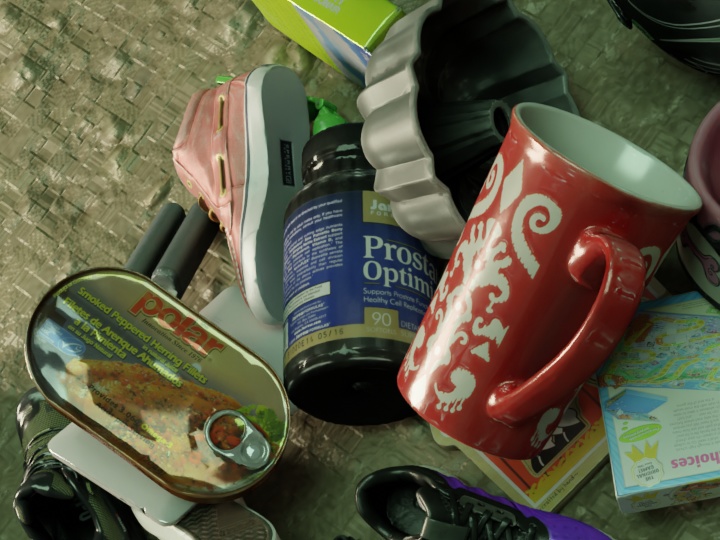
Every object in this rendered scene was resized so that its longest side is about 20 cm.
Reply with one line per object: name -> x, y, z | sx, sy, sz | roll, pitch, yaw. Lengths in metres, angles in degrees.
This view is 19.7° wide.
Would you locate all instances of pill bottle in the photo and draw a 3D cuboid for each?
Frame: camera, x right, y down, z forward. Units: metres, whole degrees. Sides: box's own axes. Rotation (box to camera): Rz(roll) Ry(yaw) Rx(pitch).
pill bottle -> 0.000, 0.000, 1.477 | 0.112, 0.112, 0.200 | -13, 58, 20

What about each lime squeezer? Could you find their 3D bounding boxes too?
lime squeezer -> -0.044, -0.106, 1.605 | 0.071, 0.038, 0.200 | -56, 51, 30

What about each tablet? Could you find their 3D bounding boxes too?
tablet -> -0.115, 0.093, 1.500 | 0.130, 0.014, 0.200 | 27, 56, 33

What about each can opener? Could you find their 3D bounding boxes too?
can opener -> -0.153, 0.018, 1.541 | 0.053, 0.067, 0.200 | -1, 36, 15

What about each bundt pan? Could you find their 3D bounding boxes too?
bundt pan -> 0.072, -0.094, 1.449 | 0.076, 0.202, 0.202 | -16, 59, 39

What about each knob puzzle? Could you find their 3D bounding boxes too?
knob puzzle -> 0.121, 0.048, 1.448 | 0.219, 0.030, 0.220 | -11, 63, 21

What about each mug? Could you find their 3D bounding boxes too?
mug -> 0.107, 0.015, 1.312 | 0.133, 0.178, 0.200 | 30, 110, 8

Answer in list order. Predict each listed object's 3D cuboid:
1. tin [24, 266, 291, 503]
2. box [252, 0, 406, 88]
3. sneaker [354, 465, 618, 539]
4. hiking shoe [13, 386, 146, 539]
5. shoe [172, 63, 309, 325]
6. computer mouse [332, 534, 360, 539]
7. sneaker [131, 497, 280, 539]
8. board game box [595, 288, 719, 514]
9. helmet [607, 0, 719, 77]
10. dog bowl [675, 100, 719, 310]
tin -> -0.139, 0.079, 1.431 | 0.200, 0.042, 0.112 | 35, 78, 9
box -> -0.013, -0.185, 1.568 | 0.200, 0.122, 0.048 | 37, 84, 34
sneaker -> 0.078, 0.178, 1.358 | 0.200, 0.099, 0.070 | 17, 87, 33
hiking shoe -> -0.213, 0.154, 1.513 | 0.076, 0.101, 0.200 | -34, 57, 7
shoe -> -0.088, -0.052, 1.567 | 0.091, 0.071, 0.200 | -13, 73, 40
computer mouse -> 0.036, 0.253, 1.377 | 0.200, 0.053, 0.139 | 9, 70, 29
sneaker -> -0.105, 0.191, 1.468 | 0.073, 0.085, 0.200 | -32, 32, -11
board game box -> 0.255, 0.074, 1.350 | 0.200, 0.034, 0.135 | -11, 62, 9
helmet -> 0.275, -0.227, 1.416 | 0.191, 0.200, 0.200 | 31, 82, 33
dog bowl -> 0.301, -0.056, 1.354 | 0.200, 0.074, 0.200 | -9, 48, 10
